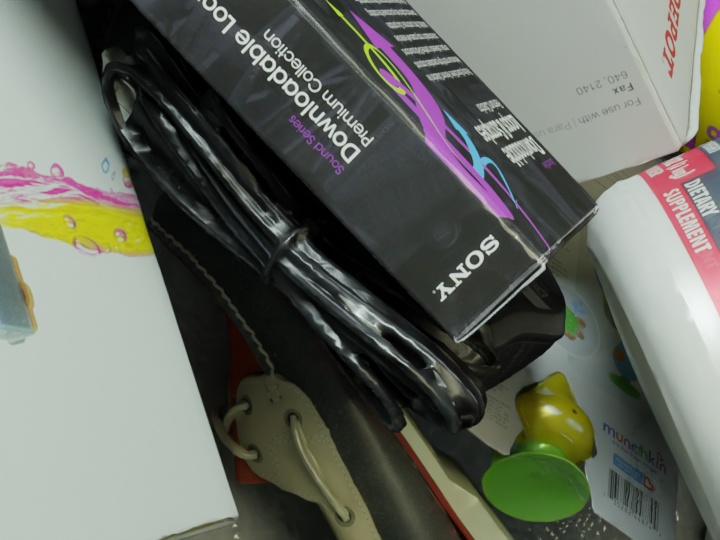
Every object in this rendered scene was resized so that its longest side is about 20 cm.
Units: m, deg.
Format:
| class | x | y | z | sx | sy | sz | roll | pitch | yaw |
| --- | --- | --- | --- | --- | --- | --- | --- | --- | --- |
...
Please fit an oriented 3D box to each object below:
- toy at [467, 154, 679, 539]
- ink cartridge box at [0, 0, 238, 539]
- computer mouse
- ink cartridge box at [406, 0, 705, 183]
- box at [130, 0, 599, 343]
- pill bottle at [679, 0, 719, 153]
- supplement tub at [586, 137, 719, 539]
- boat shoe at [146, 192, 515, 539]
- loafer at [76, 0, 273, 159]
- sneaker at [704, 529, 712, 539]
| class | x | y | z | sx | sy | sz | roll | pitch | yaw |
| --- | --- | --- | --- | --- | --- | --- | --- | --- | --- |
| toy | 0.062 | 0.007 | 0.809 | 0.115 | 0.047 | 0.200 | 34 | 37 | -23 |
| ink cartridge box | -0.151 | 0.006 | 0.612 | 0.144 | 0.145 | 0.201 | -13 | 83 | -38 |
| computer mouse | 0.000 | 0.000 | 0.653 | 0.139 | 0.053 | 0.200 | 49 | 14 | 14 |
| ink cartridge box | 0.037 | -0.143 | 0.744 | 0.200 | 0.086 | 0.147 | 61 | 24 | -28 |
| box | -0.020 | -0.071 | 0.611 | 0.200 | 0.036 | 0.143 | 45 | 13 | 4 |
| pill bottle | 0.207 | -0.051 | 0.849 | 0.200 | 0.105 | 0.104 | 35 | 49 | 24 |
| supplement tub | 0.185 | 0.002 | 0.715 | 0.199 | 0.140 | 0.141 | -24 | 89 | 3 |
| boat shoe | -0.012 | 0.057 | 0.745 | 0.062 | 0.071 | 0.200 | -36 | 100 | 3 |
| loafer | -0.031 | -0.063 | 0.716 | 0.200 | 0.070 | 0.068 | 1 | 104 | -63 |
| sneaker | 0.220 | 0.048 | 0.876 | 0.074 | 0.115 | 0.200 | 43 | 54 | -14 |
